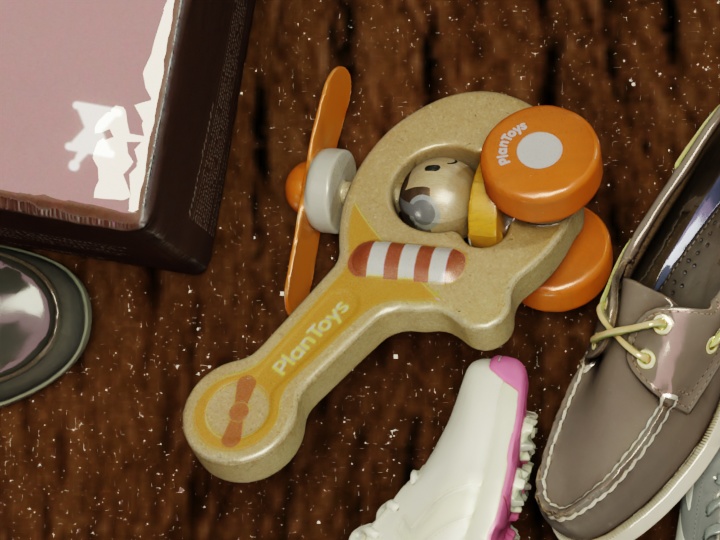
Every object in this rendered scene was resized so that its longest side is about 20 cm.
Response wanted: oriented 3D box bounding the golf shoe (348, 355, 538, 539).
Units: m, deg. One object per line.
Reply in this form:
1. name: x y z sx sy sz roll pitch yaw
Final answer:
1. golf shoe: 0.013 0.125 0.771 0.091 0.075 0.202 16 84 9

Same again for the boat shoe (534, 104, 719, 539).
1. boat shoe: 0.124 0.017 0.766 0.059 0.072 0.201 39 83 -39

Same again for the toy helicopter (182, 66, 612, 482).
1. toy helicopter: 0.000 0.000 0.771 0.132 0.079 0.200 34 69 30

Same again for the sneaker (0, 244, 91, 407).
1. sneaker: -0.211 0.022 0.769 0.198 0.106 0.076 -2 85 2

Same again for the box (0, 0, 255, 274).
1. box: -0.131 -0.098 0.730 0.164 0.200 0.166 10 86 2

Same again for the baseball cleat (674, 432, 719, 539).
1. baseball cleat: 0.152 0.116 0.748 0.069 0.106 0.202 11 84 8
